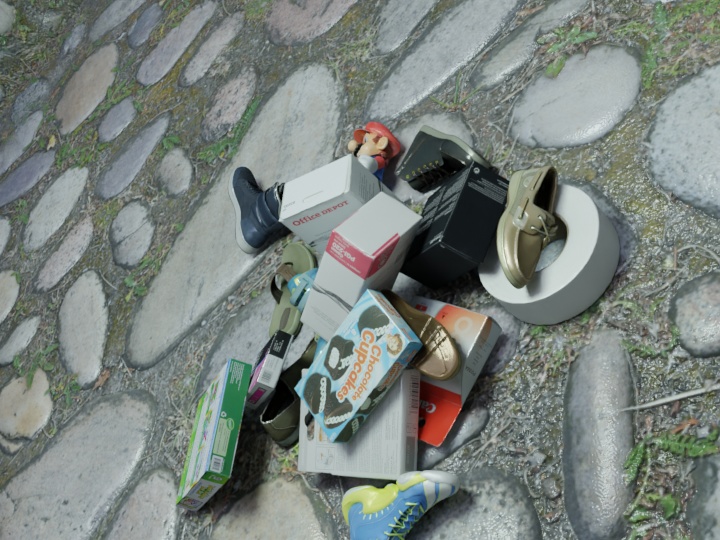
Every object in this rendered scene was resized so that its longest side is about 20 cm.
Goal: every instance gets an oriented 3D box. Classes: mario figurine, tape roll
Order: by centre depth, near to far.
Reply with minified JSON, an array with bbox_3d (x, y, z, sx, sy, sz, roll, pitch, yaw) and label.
[{"bbox_3d":[0.273,-0.025,1.548,0.202,0.071,0.203,-25,46,29],"label":"tape roll"},{"bbox_3d":[0.000,-0.182,1.903,0.123,0.106,0.201,-15,53,38],"label":"mario figurine"}]

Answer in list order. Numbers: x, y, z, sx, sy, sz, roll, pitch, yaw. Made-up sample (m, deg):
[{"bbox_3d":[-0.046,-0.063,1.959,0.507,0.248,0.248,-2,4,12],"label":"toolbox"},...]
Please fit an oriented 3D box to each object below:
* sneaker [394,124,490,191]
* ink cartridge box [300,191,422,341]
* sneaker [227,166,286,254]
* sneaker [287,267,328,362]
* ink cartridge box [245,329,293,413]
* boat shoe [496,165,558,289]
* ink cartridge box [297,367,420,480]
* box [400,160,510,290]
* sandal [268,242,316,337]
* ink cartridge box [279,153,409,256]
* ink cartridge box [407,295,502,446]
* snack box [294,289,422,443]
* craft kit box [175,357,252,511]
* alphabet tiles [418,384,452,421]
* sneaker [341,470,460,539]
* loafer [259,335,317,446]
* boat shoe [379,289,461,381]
[{"bbox_3d":[0.138,-0.172,1.798,0.106,0.075,0.200,-56,30,1],"label":"sneaker"},{"bbox_3d":[0.000,0.000,1.623,0.085,0.201,0.146,34,43,16],"label":"ink cartridge box"},{"bbox_3d":[-0.184,-0.149,2.061,0.146,0.077,0.203,-38,49,32],"label":"sneaker"},{"bbox_3d":[-0.072,0.076,1.717,0.080,0.130,0.200,-63,3,40],"label":"sneaker"},{"bbox_3d":[-0.159,0.170,1.754,0.200,0.037,0.095,125,166,-66],"label":"ink cartridge box"},{"bbox_3d":[0.242,-0.066,1.502,0.065,0.072,0.201,-15,46,37],"label":"boat shoe"},{"bbox_3d":[-0.004,0.227,1.586,0.199,0.050,0.162,-5,78,41],"label":"ink cartridge box"},{"bbox_3d":[0.142,-0.064,1.627,0.142,0.079,0.200,-63,9,-18],"label":"box"},{"bbox_3d":[-0.129,0.032,1.895,0.080,0.057,0.202,-17,50,34],"label":"sandal"},{"bbox_3d":[-0.015,-0.086,1.765,0.145,0.200,0.084,-21,48,31],"label":"ink cartridge box"},{"bbox_3d":[0.099,0.143,1.577,0.162,0.050,0.201,15,69,49],"label":"ink cartridge box"},{"bbox_3d":[-0.005,0.141,1.547,0.200,0.037,0.116,-54,52,19],"label":"snack box"},{"bbox_3d":[-0.243,0.275,1.758,0.198,0.048,0.201,-45,30,53],"label":"craft kit box"},{"bbox_3d":[0.084,0.148,1.637,0.199,0.015,0.196,-28,44,25],"label":"alphabet tiles"},{"bbox_3d":[0.060,0.344,1.476,0.199,0.076,0.106,-24,58,38],"label":"sneaker"},{"bbox_3d":[-0.099,0.188,1.736,0.075,0.070,0.201,10,68,47],"label":"loafer"},{"bbox_3d":[0.088,0.097,1.553,0.073,0.063,0.200,-48,47,5],"label":"boat shoe"}]
